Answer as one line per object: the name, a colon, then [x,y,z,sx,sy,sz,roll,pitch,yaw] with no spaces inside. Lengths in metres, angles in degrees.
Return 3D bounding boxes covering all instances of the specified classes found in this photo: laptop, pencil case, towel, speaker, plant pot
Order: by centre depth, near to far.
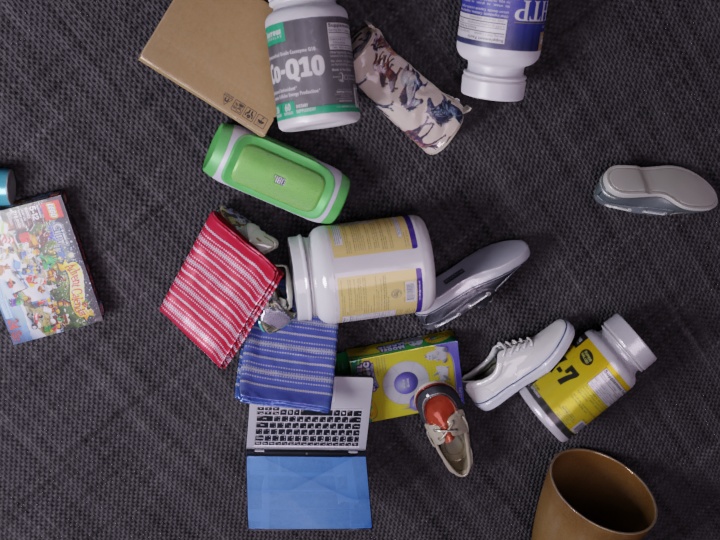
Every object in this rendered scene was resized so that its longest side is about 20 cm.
pencil case: [0.058,-0.258,1.534,0.200,0.078,0.089,39,90,-20]
speaker: [-0.119,-0.137,1.546,0.200,0.088,0.089,22,105,-16]
towel: [-0.205,0.030,1.564,0.145,0.022,0.200,42,120,15]
laptop: [-0.072,0.267,1.604,0.187,0.116,0.200,2,109,-11]
towel: [-0.104,0.107,1.604,0.144,0.024,0.200,9,68,-12]
plant pot: [0.359,0.430,1.788,0.186,0.187,0.200,14,121,-13]

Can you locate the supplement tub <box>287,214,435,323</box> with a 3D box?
supplement tub: [0.000,0.000,1.581,0.199,0.145,0.146,-7,111,-6]

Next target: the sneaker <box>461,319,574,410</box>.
sneaker: [0.247,0.140,1.708,0.200,0.073,0.071,-41,114,7]

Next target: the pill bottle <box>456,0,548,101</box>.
pill bottle: [0.196,-0.342,1.502,0.119,0.120,0.200,2,110,-9]

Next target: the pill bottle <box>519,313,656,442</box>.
pill bottle: [0.360,0.167,1.713,0.200,0.114,0.114,-41,110,6]

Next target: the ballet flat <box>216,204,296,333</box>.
ballet flat: [-0.143,-0.010,1.576,0.072,0.072,0.201,-21,91,-1]

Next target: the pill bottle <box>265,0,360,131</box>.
pill bottle: [-0.067,-0.292,1.452,0.113,0.113,0.201,-8,93,-6]

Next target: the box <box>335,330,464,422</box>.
box: [0.058,0.170,1.704,0.200,0.048,0.118,-10,112,-4]

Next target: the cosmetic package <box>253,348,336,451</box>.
cosmetic package: [-0.107,0.206,1.678,0.103,0.073,0.200,7,107,-11]

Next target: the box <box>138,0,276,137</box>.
box: [-0.177,-0.304,1.484,0.200,0.021,0.164,31,81,-16]

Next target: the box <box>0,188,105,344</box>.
box: [-0.465,-0.004,1.564,0.136,0.038,0.200,-15,111,-3]

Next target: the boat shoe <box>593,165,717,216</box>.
boat shoe: [0.452,-0.118,1.665,0.200,0.073,0.062,6,152,-18]

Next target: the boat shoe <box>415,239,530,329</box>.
boat shoe: [0.175,0.025,1.657,0.200,0.072,0.068,-32,120,-2]

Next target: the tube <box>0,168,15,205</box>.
tube: [-0.585,-0.117,1.506,0.199,0.050,0.078,0,102,-3]

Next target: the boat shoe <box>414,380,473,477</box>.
boat shoe: [0.135,0.248,1.698,0.071,0.063,0.200,-17,134,4]
